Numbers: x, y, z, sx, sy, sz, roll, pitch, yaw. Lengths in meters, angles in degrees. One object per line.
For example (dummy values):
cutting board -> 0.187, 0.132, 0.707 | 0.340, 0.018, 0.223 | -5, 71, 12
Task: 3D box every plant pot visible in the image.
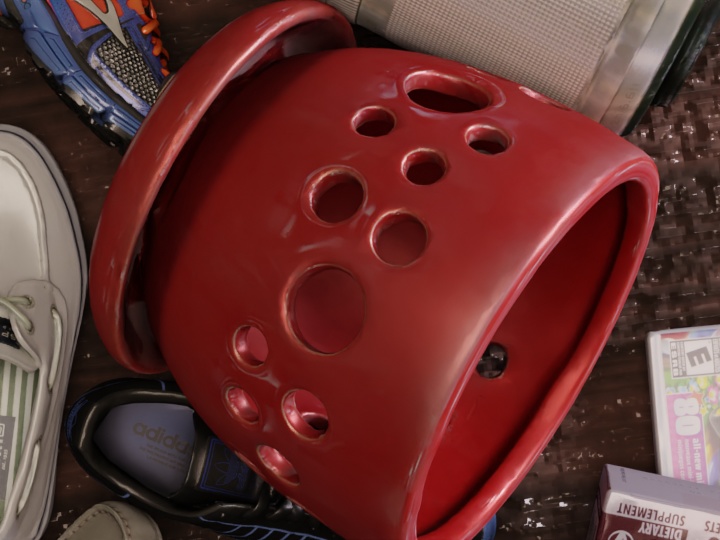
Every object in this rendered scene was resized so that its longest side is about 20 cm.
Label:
plant pot -> 0.000, 0.000, 1.133 | 0.182, 0.200, 0.201 | 29, 90, 19

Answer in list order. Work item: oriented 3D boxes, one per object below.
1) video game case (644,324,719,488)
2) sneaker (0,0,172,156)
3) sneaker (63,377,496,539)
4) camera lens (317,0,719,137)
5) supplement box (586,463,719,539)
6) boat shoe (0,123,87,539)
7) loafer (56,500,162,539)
video game case -> 0.235, 0.090, 1.232 | 0.200, 0.018, 0.143 | -5, 88, 1
sneaker -> -0.120, -0.118, 1.220 | 0.078, 0.075, 0.200 | -43, 90, -3
sneaker -> -0.037, 0.097, 1.208 | 0.200, 0.078, 0.070 | 14, 90, 2
camera lens -> 0.067, -0.161, 1.170 | 0.200, 0.160, 0.160 | 27, 90, 2
supplement box -> 0.138, 0.197, 1.198 | 0.109, 0.061, 0.200 | 11, 98, 2
boat shoe -> -0.160, 0.032, 1.218 | 0.073, 0.067, 0.200 | -4, 89, 1
loafer -> -0.160, 0.187, 1.207 | 0.070, 0.070, 0.200 | 33, 89, -43
